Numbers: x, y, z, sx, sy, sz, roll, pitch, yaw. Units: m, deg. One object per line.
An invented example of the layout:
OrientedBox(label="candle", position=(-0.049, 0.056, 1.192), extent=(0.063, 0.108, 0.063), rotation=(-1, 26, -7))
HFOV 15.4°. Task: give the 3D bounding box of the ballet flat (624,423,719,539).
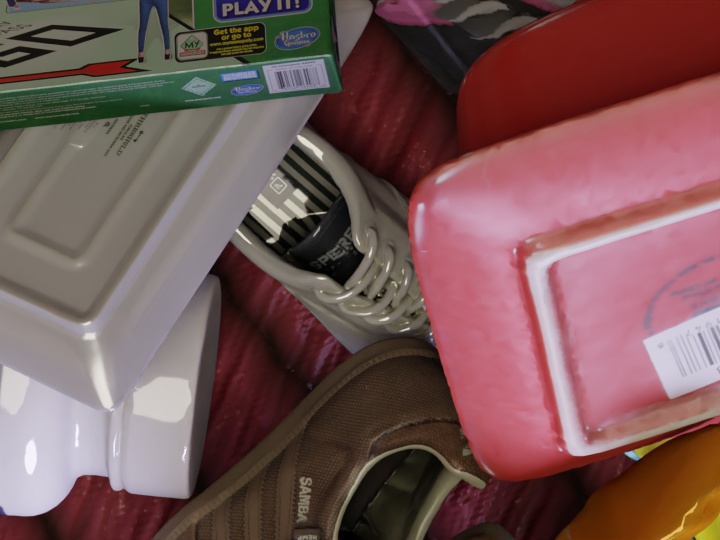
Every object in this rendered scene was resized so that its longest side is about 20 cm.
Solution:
OrientedBox(label="ballet flat", position=(0.136, 0.065, 1.028), extent=(0.067, 0.067, 0.200), rotation=(-40, 74, 23))

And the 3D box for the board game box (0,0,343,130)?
OrientedBox(label="board game box", position=(-0.111, -0.120, 1.021), extent=(0.199, 0.029, 0.135), rotation=(-6, 61, 4))

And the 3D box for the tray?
OrientedBox(label="tray", position=(-0.088, -0.049, 1.007), extent=(0.107, 0.022, 0.200), rotation=(23, 65, 20))

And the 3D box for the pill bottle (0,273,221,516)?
OrientedBox(label="pill bottle", position=(-0.160, 0.034, 1.053), extent=(0.199, 0.120, 0.120), rotation=(7, 103, 1))

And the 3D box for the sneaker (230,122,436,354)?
OrientedBox(label="sneaker", position=(0.000, 0.000, 1.061), extent=(0.200, 0.071, 0.073), rotation=(36, 102, -5))

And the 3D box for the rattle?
OrientedBox(label="rattle", position=(0.116, 0.175, 1.005), extent=(0.143, 0.130, 0.200), rotation=(-28, 91, -2))

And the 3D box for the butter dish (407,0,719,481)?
OrientedBox(label="butter dish", position=(0.109, -0.041, 0.953), extent=(0.199, 0.148, 0.200), rotation=(-18, 142, 0))

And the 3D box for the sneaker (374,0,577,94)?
OrientedBox(label="sneaker", position=(0.105, -0.129, 1.031), extent=(0.200, 0.086, 0.080), rotation=(-12, 136, 23))

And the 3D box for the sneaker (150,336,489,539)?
OrientedBox(label="sneaker", position=(-0.028, 0.116, 1.037), extent=(0.070, 0.076, 0.200), rotation=(26, 109, -38))
